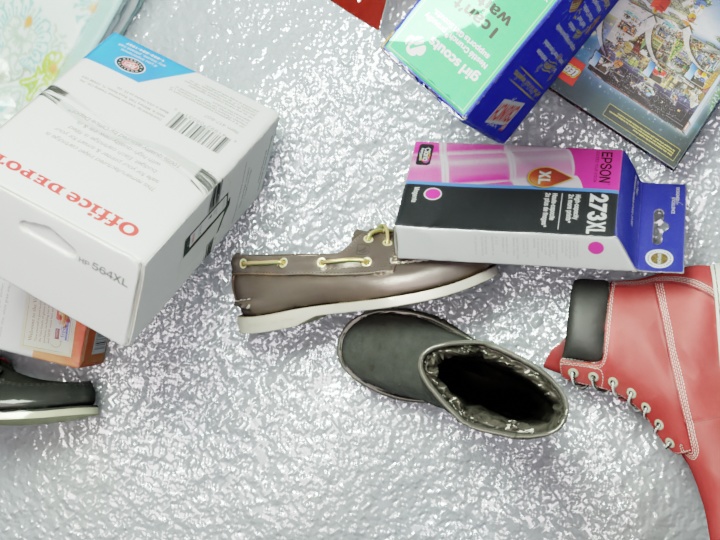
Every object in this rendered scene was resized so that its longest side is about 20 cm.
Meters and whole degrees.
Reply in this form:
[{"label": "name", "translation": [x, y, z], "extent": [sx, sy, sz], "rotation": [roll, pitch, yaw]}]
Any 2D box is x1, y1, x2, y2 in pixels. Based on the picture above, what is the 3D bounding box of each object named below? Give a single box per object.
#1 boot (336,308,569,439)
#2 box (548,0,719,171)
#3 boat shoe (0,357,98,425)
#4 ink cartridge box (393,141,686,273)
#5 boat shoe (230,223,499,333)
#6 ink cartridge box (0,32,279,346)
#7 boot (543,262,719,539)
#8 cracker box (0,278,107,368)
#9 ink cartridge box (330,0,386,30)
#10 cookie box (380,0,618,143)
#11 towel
[{"label": "boot", "translation": [0.055, 0.070, 1.017], "extent": [0.179, 0.200, 0.074], "rotation": [13, 93, 11]}, {"label": "box", "translation": [0.176, -0.183, 1.069], "extent": [0.199, 0.038, 0.137], "rotation": [35, 98, 9]}, {"label": "boat shoe", "translation": [-0.296, 0.088, 1.153], "extent": [0.198, 0.074, 0.064], "rotation": [1, 80, 6]}, {"label": "ink cartridge box", "translation": [0.127, -0.045, 1.057], "extent": [0.197, 0.095, 0.037], "rotation": [5, 133, 10]}, {"label": "boat shoe", "translation": [0.000, 0.000, 1.094], "extent": [0.197, 0.072, 0.060], "rotation": [-11, 92, 17]}, {"label": "ink cartridge box", "translation": [-0.167, -0.062, 1.055], "extent": [0.145, 0.200, 0.085], "rotation": [27, 133, 9]}, {"label": "boot", "translation": [0.203, 0.102, 1.057], "extent": [0.142, 0.072, 0.203], "rotation": [-7, 82, 12]}, {"label": "cracker box", "translation": [-0.281, -0.015, 1.156], "extent": [0.197, 0.058, 0.136], "rotation": [13, 93, 10]}, {"label": "ink cartridge box", "translation": [0.047, -0.263, 1.031], "extent": [0.047, 0.160, 0.202], "rotation": [20, 95, 11]}, {"label": "cookie box", "translation": [0.116, -0.187, 0.975], "extent": [0.075, 0.171, 0.201], "rotation": [40, 98, 10]}, {"label": "towel", "translation": [-0.261, -0.212, 1.152], "extent": [0.170, 0.048, 0.201], "rotation": [37, 98, 8]}]
